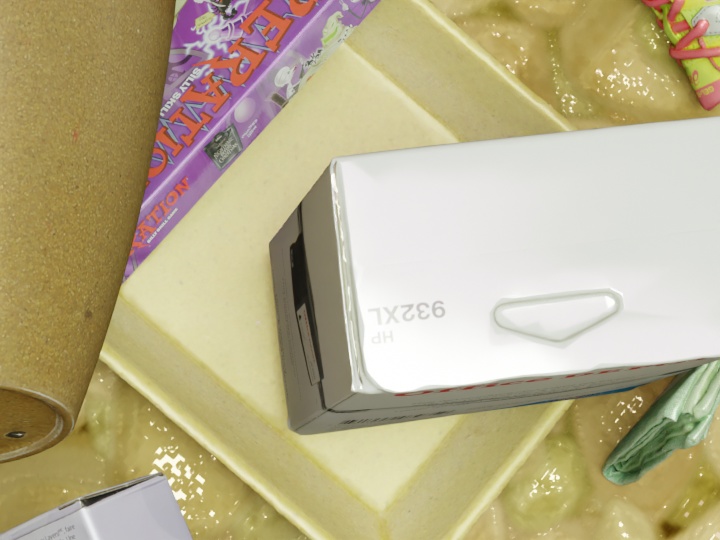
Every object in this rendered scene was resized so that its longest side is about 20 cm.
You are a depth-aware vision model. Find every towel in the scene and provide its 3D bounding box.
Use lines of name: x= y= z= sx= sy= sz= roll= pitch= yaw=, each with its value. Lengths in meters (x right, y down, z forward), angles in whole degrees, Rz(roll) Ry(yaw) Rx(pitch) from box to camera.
towel: x=0.176 y=0.001 z=1.085 sx=0.023 sy=0.153 sz=0.200 roll=40 pitch=78 yaw=4

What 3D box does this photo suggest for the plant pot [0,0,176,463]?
plant pot: x=-0.153 y=-0.038 z=0.975 sx=0.186 sy=0.186 sz=0.201 roll=0 pitch=67 yaw=-8

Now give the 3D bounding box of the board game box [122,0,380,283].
board game box: x=-0.084 y=-0.082 z=1.088 sx=0.120 sy=0.032 sz=0.200 roll=35 pitch=78 yaw=33

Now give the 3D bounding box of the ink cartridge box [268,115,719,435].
ink cartridge box: x=0.050 y=0.006 z=0.994 sx=0.145 sy=0.200 sz=0.084 roll=-6 pitch=84 yaw=-9

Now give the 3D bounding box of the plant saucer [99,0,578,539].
plant saucer: x=0.000 y=0.000 z=1.114 sx=0.200 sy=0.048 sz=0.200 roll=41 pitch=79 yaw=-2

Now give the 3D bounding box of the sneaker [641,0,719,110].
sneaker: x=0.148 y=-0.116 z=1.137 sx=0.199 sy=0.078 sz=0.091 roll=25 pitch=87 yaw=-2

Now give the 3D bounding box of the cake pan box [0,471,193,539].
cake pan box: x=-0.110 y=0.188 z=1.009 sx=0.052 sy=0.200 sz=0.185 roll=-21 pitch=85 yaw=-49
